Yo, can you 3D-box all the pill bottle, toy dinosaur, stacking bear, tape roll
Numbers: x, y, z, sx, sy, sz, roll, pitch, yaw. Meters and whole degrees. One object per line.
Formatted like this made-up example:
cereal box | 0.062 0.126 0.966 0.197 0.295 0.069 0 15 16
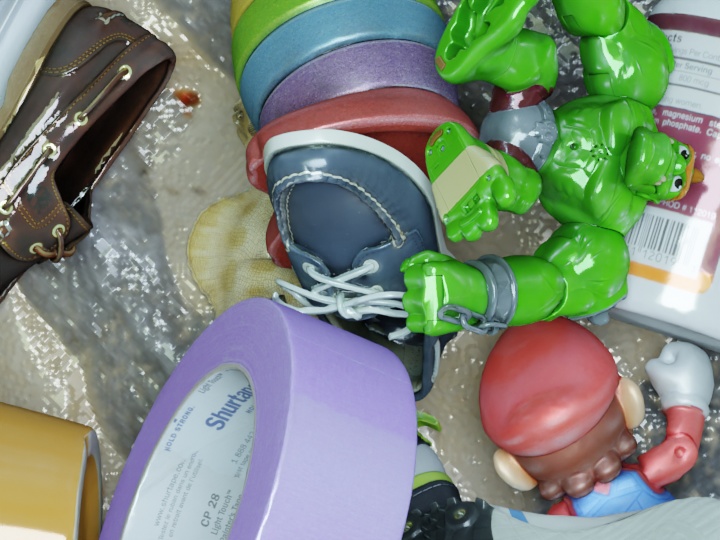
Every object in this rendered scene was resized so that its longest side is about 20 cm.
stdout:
pill bottle | 0.179 -0.066 1.306 0.114 0.114 0.201 18 87 6
toy dinosaur | -0.045 0.004 1.359 0.101 0.058 0.201 9 79 20
stacking bear | -0.020 -0.122 1.313 0.113 0.122 0.201 -16 61 -3
tape roll | -0.052 0.116 1.207 0.065 0.200 0.201 23 88 -20

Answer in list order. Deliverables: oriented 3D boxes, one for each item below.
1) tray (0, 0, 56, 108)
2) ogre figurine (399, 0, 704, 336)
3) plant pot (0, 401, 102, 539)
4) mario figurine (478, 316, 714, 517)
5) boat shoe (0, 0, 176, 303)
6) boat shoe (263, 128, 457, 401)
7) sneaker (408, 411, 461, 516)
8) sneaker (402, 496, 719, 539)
tray | -0.231 -0.100 1.389 0.107 0.022 0.201 28 88 7
ogre figurine | 0.087 -0.061 1.226 0.098 0.120 0.201 -22 59 42
plant pot | -0.219 0.133 1.285 0.182 0.200 0.202 3 86 1
mario figurine | 0.126 0.111 1.330 0.123 0.106 0.201 -31 95 -34
boat shoe | -0.164 -0.040 1.354 0.070 0.070 0.201 28 88 10
boat shoe | 0.000 0.000 1.250 0.074 0.200 0.062 2 65 14
sneaker | -0.042 0.136 1.343 0.199 0.072 0.083 -27 63 0
sneaker | 0.094 0.146 1.253 0.199 0.073 0.072 -3 48 21
